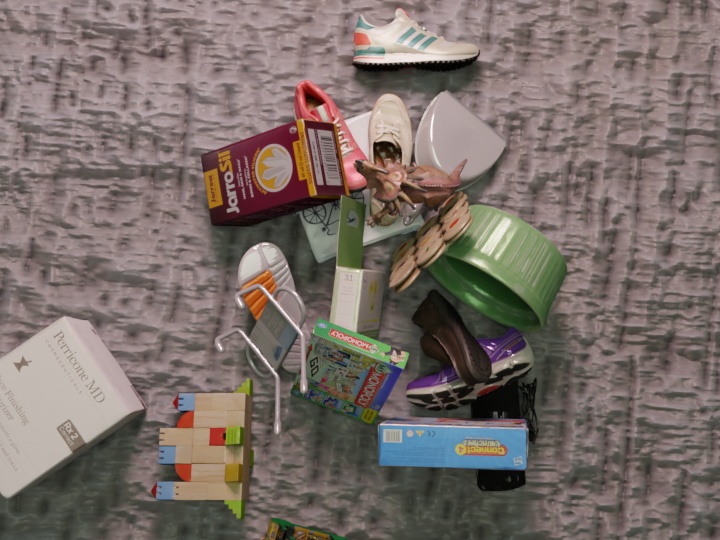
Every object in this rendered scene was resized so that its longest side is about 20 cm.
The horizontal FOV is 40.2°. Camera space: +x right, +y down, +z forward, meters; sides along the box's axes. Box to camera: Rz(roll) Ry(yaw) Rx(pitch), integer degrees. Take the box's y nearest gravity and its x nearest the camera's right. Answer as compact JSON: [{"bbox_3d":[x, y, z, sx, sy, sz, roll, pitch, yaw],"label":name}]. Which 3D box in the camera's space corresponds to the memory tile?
[{"bbox_3d":[0.098,-0.044,1.407,0.017,0.200,0.153,43,103,-10],"label":"memory tile"}]

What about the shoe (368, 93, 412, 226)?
[{"bbox_3d":[0.046,-0.169,1.478,0.069,0.053,0.202,1,87,-5],"label":"shoe"}]

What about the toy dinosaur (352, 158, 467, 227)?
[{"bbox_3d":[0.081,-0.120,1.389,0.199,0.135,0.087,-10,88,-19],"label":"toy dinosaur"}]

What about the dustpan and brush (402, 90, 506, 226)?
[{"bbox_3d":[0.122,-0.153,1.496,0.139,0.057,0.201,36,67,-15],"label":"dustpan and brush"}]

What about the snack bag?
[{"bbox_3d":[-0.018,-0.128,1.507,0.187,0.021,0.201,-19,86,-5],"label":"snack bag"}]

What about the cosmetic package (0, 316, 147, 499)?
[{"bbox_3d":[-0.436,0.188,1.383,0.199,0.165,0.165,-35,88,-6],"label":"cosmetic package"}]

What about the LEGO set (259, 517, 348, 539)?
[{"bbox_3d":[-0.074,0.436,1.378,0.153,0.200,0.117,19,85,-22],"label":"LEGO set"}]

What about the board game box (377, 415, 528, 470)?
[{"bbox_3d":[0.134,0.239,1.376,0.198,0.196,0.056,0,84,10],"label":"board game box"}]

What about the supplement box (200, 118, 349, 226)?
[{"bbox_3d":[-0.126,-0.137,1.421,0.199,0.085,0.111,-13,85,34],"label":"supplement box"}]

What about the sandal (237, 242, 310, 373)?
[{"bbox_3d":[-0.129,0.056,1.469,0.079,0.059,0.208,-21,107,-10],"label":"sandal"}]

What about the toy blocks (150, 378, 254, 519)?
[{"bbox_3d":[-0.231,0.257,1.431,0.136,0.100,0.202,-1,75,6],"label":"toy blocks"}]

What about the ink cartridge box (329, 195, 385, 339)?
[{"bbox_3d":[0.000,0.000,1.424,0.048,0.145,0.202,7,90,14],"label":"ink cartridge box"}]

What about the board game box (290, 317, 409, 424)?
[{"bbox_3d":[-0.020,0.147,1.396,0.134,0.200,0.029,22,57,0],"label":"board game box"}]

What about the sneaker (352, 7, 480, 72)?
[{"bbox_3d":[0.085,-0.357,1.509,0.198,0.070,0.094,-2,91,0],"label":"sneaker"}]

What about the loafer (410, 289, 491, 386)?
[{"bbox_3d":[0.128,0.109,1.427,0.071,0.200,0.073,-43,121,10],"label":"loafer"}]

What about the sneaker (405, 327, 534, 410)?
[{"bbox_3d":[0.159,0.147,1.468,0.199,0.081,0.084,-23,57,7],"label":"sneaker"}]

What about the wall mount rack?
[{"bbox_3d":[-0.126,0.122,1.384,0.074,0.200,0.174,-27,69,-39],"label":"wall mount rack"}]

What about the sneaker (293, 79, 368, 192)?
[{"bbox_3d":[-0.050,-0.199,1.447,0.073,0.087,0.201,-29,64,-8],"label":"sneaker"}]

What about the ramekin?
[{"bbox_3d":[0.201,-0.006,1.423,0.199,0.200,0.098,34,77,1],"label":"ramekin"}]

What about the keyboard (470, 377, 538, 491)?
[{"bbox_3d":[0.222,0.230,1.487,0.103,0.040,0.202,-5,85,20],"label":"keyboard"}]
